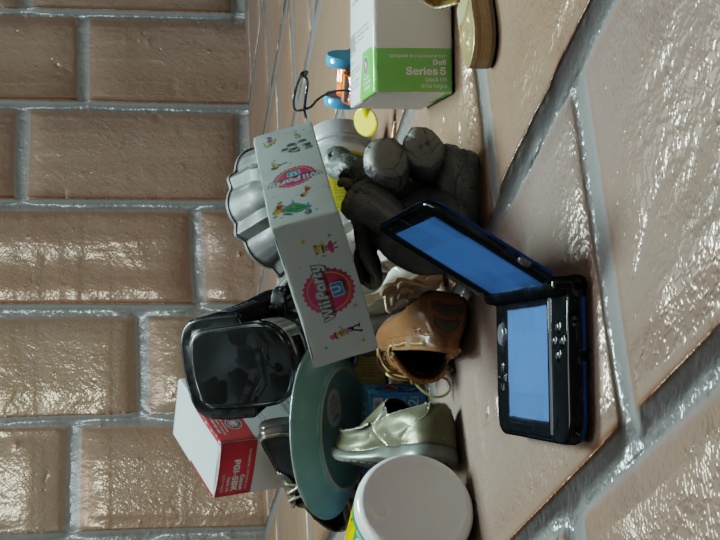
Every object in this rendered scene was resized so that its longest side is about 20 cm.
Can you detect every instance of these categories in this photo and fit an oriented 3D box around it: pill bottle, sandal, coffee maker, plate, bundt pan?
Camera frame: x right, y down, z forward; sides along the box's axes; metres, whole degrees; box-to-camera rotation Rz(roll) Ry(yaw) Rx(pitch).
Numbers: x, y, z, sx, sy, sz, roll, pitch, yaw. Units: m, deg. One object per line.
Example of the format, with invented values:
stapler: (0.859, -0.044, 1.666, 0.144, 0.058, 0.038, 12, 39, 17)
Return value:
pill bottle: (0.038, 0.273, 1.427, 0.200, 0.113, 0.113, 103, 164, -53)
sandal: (0.072, -0.268, 1.336, 0.078, 0.070, 0.212, 101, 166, -51)
pill bottle: (-0.020, -0.081, 1.796, 0.112, 0.112, 0.200, 104, 164, -57)
coffee maker: (-0.120, 0.098, 1.681, 0.135, 0.192, 0.200, 60, -155, 4)
plate: (-0.027, 0.173, 1.615, 0.200, 0.026, 0.200, -2, -90, -68)
bundt pan: (-0.068, -0.091, 1.896, 0.076, 0.202, 0.202, -28, 59, 53)

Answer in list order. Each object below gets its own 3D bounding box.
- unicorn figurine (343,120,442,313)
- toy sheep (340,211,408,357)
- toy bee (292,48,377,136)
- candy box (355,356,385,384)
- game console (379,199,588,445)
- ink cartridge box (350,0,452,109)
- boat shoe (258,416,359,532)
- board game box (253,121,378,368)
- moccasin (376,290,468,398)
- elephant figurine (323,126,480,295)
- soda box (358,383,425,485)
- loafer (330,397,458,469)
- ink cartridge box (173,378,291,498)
unicorn figurine: (0.018, -0.039, 1.527, 0.200, 0.137, 0.074, 60, 155, 22)
toy sheep: (0.000, 0.000, 1.623, 0.138, 0.138, 0.200, -128, 28, -76)
toy bee: (0.006, -0.212, 1.734, 0.200, 0.109, 0.131, -64, -21, -44)
candy box: (-0.003, 0.105, 1.870, 0.117, 0.056, 0.200, -164, 75, -81)
game console: (0.086, 0.041, 1.102, 0.200, 0.118, 0.171, 157, 113, -81)
ink cartridge box: (0.039, -0.272, 1.505, 0.146, 0.084, 0.200, -179, 89, -81)
boat shoe: (-0.051, 0.232, 1.659, 0.200, 0.074, 0.073, 49, -148, -45)
board game box: (-0.045, -0.027, 1.350, 0.200, 0.064, 0.148, -106, 1, -60)
moccasin: (0.060, 0.081, 1.446, 0.201, 0.074, 0.078, 140, 138, -66)
elephant figurine: (0.037, -0.053, 1.393, 0.200, 0.141, 0.155, 145, 140, -72)
soda box: (0.034, 0.227, 1.612, 0.068, 0.064, 0.200, -152, 63, -80)
loafer: (0.039, 0.167, 1.491, 0.200, 0.075, 0.070, -12, 63, 57)
ink cartridge box: (-0.105, 0.188, 1.764, 0.147, 0.200, 0.083, 47, 134, 52)
